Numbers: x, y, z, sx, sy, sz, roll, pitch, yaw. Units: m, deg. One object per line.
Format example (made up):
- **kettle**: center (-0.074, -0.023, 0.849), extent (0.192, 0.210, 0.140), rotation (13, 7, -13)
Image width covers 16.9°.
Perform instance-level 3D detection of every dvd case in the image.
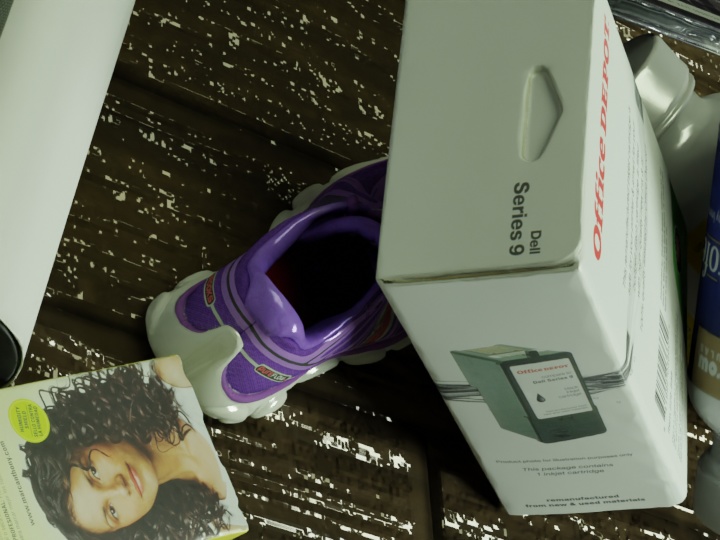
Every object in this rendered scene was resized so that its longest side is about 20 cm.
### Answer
- **dvd case**: center (0.119, -0.168, 1.216), extent (0.148, 0.016, 0.200), rotation (14, 27, -41)

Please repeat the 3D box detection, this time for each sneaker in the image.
- **sneaker**: center (0.000, 0.000, 0.992), extent (0.081, 0.083, 0.200), rotation (55, 38, -2)

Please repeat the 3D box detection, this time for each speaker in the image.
- **speaker**: center (-0.135, -0.055, 0.874), extent (0.081, 0.081, 0.201), rotation (33, 52, -27)

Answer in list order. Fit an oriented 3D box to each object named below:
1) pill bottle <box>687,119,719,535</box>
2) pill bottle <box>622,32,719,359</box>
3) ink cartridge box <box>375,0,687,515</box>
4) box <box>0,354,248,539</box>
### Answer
- **pill bottle**: center (0.204, 0.017, 1.056), extent (0.115, 0.115, 0.201), rotation (-10, 110, -49)
- **pill bottle**: center (0.176, -0.014, 1.164), extent (0.200, 0.111, 0.111), rotation (46, 40, -14)
- **ink cartridge box**: center (0.077, -0.009, 0.998), extent (0.200, 0.084, 0.147), rotation (61, 29, -53)
- **box**: center (-0.132, 0.082, 0.824), extent (0.200, 0.050, 0.076), rotation (-12, 73, -49)
